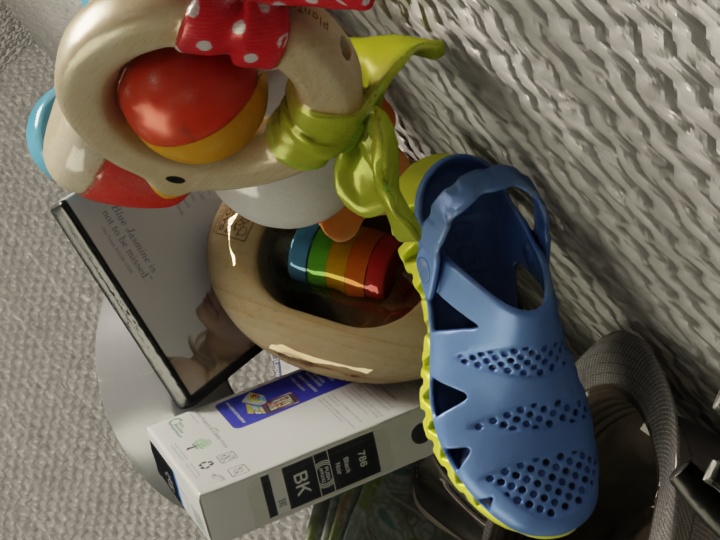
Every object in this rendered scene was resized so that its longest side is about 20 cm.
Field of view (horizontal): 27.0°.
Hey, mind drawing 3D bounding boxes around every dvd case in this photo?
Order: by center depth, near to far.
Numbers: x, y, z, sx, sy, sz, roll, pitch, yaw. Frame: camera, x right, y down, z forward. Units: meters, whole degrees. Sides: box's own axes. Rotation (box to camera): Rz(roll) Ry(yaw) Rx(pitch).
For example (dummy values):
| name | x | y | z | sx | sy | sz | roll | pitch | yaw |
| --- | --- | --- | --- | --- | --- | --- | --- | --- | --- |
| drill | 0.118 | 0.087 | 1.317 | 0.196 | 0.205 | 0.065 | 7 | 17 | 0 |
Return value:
| name | x | y | z | sx | sy | sz | roll | pitch | yaw |
| --- | --- | --- | --- | --- | --- | --- | --- | --- | --- |
| dvd case | -0.082 | -0.024 | 0.934 | 0.018 | 0.200 | 0.143 | -25 | 100 | 46 |

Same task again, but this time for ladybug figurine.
| name | x | y | z | sx | sy | sz | roll | pitch | yaw |
| --- | --- | --- | --- | --- | --- | --- | --- | --- | --- |
| ladybug figurine | 0.000 | 0.000 | 0.874 | 0.200 | 0.136 | 0.072 | 19 | 169 | 28 |

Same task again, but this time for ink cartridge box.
| name | x | y | z | sx | sy | sz | roll | pitch | yaw |
| --- | --- | --- | --- | --- | --- | --- | --- | --- | --- |
| ink cartridge box | -0.015 | 0.087 | 0.867 | 0.099 | 0.200 | 0.039 | 36 | 143 | 61 |

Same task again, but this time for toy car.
| name | x | y | z | sx | sy | sz | roll | pitch | yaw |
| --- | --- | --- | --- | --- | --- | --- | --- | --- | --- |
| toy car | -0.056 | -0.098 | 0.814 | 0.200 | 0.177 | 0.184 | 22 | 170 | -20 |

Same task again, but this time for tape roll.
| name | x | y | z | sx | sy | sz | roll | pitch | yaw |
| --- | --- | --- | --- | --- | --- | --- | --- | --- | --- |
| tape roll | -0.073 | 0.060 | 0.980 | 0.066 | 0.200 | 0.200 | -18 | 120 | 41 |

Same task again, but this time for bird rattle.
| name | x | y | z | sx | sy | sz | roll | pitch | yaw |
| --- | --- | --- | --- | --- | --- | --- | --- | --- | --- |
| bird rattle | -0.050 | -0.080 | 0.623 | 0.200 | 0.163 | 0.113 | 40 | -141 | -59 |

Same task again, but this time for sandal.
| name | x | y | z | sx | sy | sz | roll | pitch | yaw |
| --- | --- | --- | --- | --- | --- | --- | --- | --- | --- |
| sandal | 0.067 | 0.030 | 0.716 | 0.087 | 0.079 | 0.200 | 135 | 118 | -71 |

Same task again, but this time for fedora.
| name | x | y | z | sx | sy | sz | roll | pitch | yaw |
| --- | --- | --- | --- | --- | --- | --- | --- | --- | --- |
| fedora | 0.140 | 0.138 | 0.766 | 0.090 | 0.200 | 0.177 | 18 | -155 | -19 |

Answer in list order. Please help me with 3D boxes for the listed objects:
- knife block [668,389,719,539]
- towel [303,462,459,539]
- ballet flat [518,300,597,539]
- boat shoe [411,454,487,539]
| name | x | y | z | sx | sy | sz | roll | pitch | yaw |
| --- | --- | --- | --- | --- | --- | --- | --- | --- | --- |
| knife block | 0.212 | 0.136 | 0.609 | 0.176 | 0.064 | 0.200 | 42 | 171 | 50 |
| towel | 0.049 | 0.195 | 0.958 | 0.200 | 0.171 | 0.048 | 34 | 141 | -21 |
| ballet flat | 0.090 | 0.072 | 0.895 | 0.068 | 0.068 | 0.200 | 84 | 167 | -45 |
| boat shoe | 0.119 | 0.161 | 0.899 | 0.200 | 0.067 | 0.057 | 28 | 146 | 15 |
